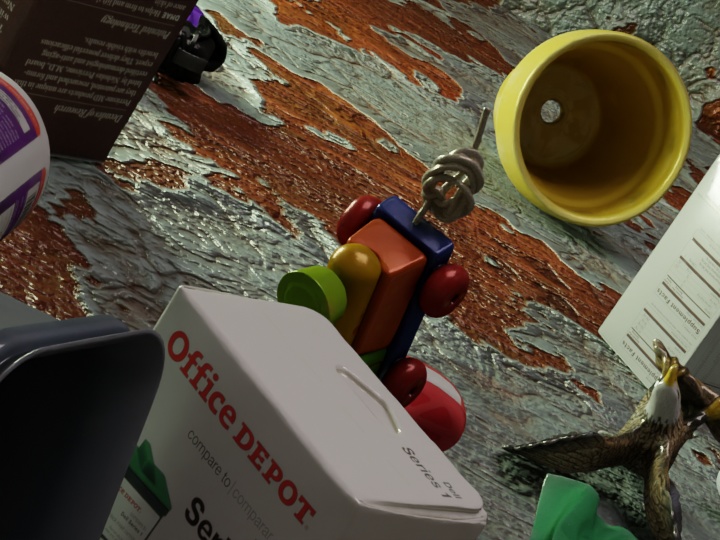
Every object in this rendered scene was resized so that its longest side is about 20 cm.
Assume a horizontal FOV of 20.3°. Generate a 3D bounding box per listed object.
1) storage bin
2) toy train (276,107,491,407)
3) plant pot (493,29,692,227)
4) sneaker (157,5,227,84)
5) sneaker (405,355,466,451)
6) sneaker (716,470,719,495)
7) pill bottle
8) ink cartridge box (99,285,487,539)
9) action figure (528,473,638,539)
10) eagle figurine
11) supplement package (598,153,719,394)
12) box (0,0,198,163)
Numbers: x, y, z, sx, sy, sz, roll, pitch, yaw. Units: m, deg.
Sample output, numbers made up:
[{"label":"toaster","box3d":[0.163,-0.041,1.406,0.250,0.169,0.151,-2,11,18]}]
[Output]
[{"label":"storage bin","box3d":[-0.189,0.087,0.761,0.134,0.202,0.145,27,15,21]},{"label":"toy train","box3d":[0.000,0.000,1.119,0.084,0.201,0.115,39,36,23]},{"label":"plant pot","box3d":[0.227,-0.159,2.142,0.200,0.202,0.189,27,3,-17]},{"label":"sneaker","box3d":[-0.176,-0.205,1.738,0.099,0.070,0.200,41,20,17]},{"label":"sneaker","box3d":[-0.017,0.104,1.217,0.198,0.079,0.116,11,33,-22]},{"label":"sneaker","box3d":[0.372,0.206,1.590,0.199,0.073,0.071,28,15,-17]},{"label":"pill bottle","box3d":[-0.251,-0.046,1.116,0.111,0.112,0.200,32,17,-2]},{"label":"ink cartridge box","box3d":[-0.061,0.128,0.830,0.084,0.201,0.146,13,25,-47]},{"label":"action figure","box3d":[0.124,0.203,1.199,0.118,0.055,0.200,37,25,8]},{"label":"eagle figurine","box3d":[0.204,0.134,1.457,0.151,0.152,0.200,-3,30,38]},{"label":"supplement package","box3d":[0.327,0.018,1.797,0.113,0.201,0.110,19,23,-39]},{"label":"box","box3d":[-0.234,-0.210,1.433,0.166,0.201,0.164,42,19,27]}]
